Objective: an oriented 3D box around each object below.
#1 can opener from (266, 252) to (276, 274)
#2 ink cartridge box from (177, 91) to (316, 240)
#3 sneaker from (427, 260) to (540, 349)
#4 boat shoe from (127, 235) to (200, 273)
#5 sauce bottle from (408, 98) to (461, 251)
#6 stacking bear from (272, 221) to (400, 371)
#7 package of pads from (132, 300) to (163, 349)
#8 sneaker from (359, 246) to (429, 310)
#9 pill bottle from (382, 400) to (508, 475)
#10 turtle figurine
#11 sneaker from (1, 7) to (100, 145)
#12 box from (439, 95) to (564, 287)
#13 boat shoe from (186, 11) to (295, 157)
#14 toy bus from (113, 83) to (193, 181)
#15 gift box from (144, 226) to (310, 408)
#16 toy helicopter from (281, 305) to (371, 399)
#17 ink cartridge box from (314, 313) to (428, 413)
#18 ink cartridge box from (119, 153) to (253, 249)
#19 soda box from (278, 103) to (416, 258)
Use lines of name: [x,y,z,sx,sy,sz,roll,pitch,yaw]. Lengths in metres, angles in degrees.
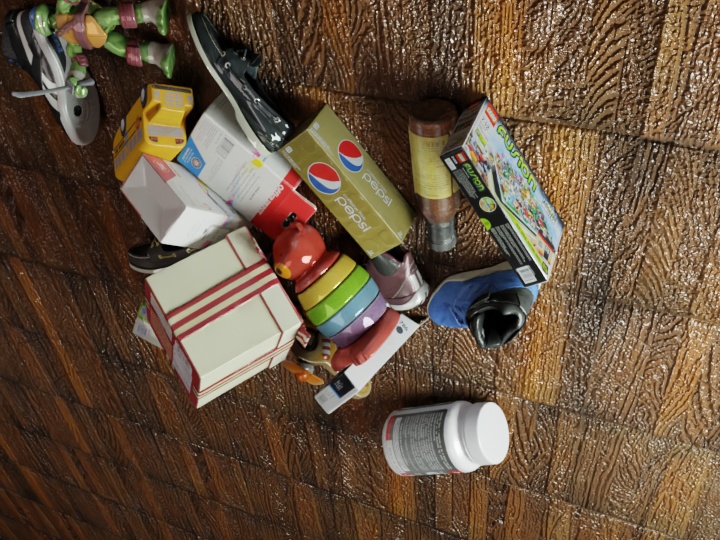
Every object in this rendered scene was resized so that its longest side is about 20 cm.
can opener: [-0.163,0.059,1.256,0.065,0.054,0.204,7,124,6]
ink cartridge box: [-0.149,-0.142,1.072,0.199,0.068,0.116,40,138,-10]
sneaker: [0.157,0.060,1.051,0.198,0.112,0.077,-21,118,42]
boat shoe: [-0.313,-0.038,1.270,0.196,0.072,0.062,-1,126,22]
sauce bottle: [0.096,-0.114,0.956,0.065,0.066,0.203,11,133,21]
stacking bear: [-0.046,0.023,1.050,0.201,0.114,0.121,50,153,-7]
package of pads: [-0.270,0.090,1.273,0.152,0.200,0.069,27,106,5]
sneaker: [0.000,0.000,1.128,0.195,0.076,0.118,-7,120,24]
pill bottle: [0.142,0.282,1.271,0.197,0.115,0.115,-16,121,40]
turtle figurine: [-0.344,-0.292,0.967,0.188,0.200,0.148,3,103,-3]
sneaker: [-0.464,-0.289,1.122,0.109,0.073,0.204,11,126,26]
box: [0.173,-0.092,0.898,0.034,0.111,0.201,-18,120,40]
boat shoe: [-0.149,-0.250,0.970,0.065,0.075,0.202,-28,95,12]
toy bus: [-0.297,-0.194,1.075,0.064,0.080,0.199,1,167,-32]
gift box: [-0.182,0.066,1.064,0.187,0.184,0.200,58,154,8]
toy helicopter: [-0.060,0.147,1.246,0.200,0.133,0.078,44,137,-14]
ink cartridge box: [0.019,0.130,1.145,0.039,0.199,0.099,48,136,3]
ink cartridge box: [-0.235,-0.091,1.099,0.068,0.199,0.117,-49,67,14]
soda box: [-0.014,-0.117,1.019,0.067,0.065,0.200,-24,116,43]
